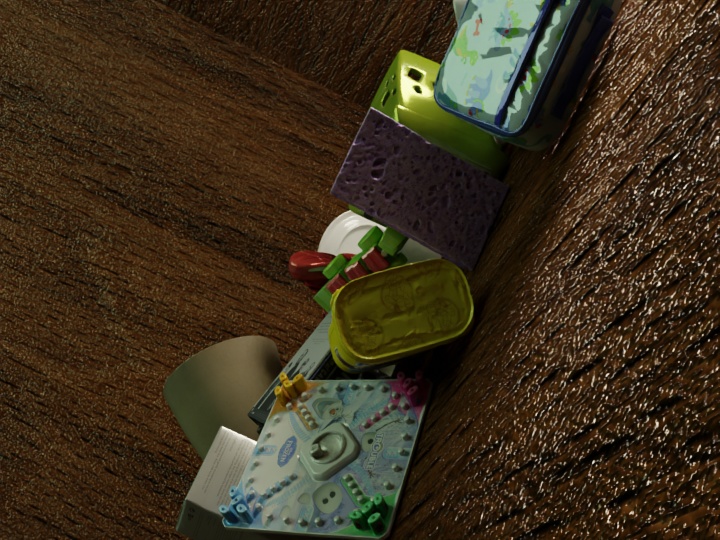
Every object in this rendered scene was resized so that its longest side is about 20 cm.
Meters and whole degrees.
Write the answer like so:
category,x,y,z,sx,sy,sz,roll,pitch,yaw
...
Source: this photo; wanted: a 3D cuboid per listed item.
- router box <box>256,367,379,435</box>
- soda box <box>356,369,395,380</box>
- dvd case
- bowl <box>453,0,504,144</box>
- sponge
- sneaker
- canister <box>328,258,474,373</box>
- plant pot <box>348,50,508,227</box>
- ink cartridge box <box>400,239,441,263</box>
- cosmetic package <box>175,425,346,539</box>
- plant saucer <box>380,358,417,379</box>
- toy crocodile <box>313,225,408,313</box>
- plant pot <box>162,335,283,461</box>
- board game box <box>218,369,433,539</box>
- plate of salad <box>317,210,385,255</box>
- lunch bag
category,x,y,z,sx,sy,sz,roll,pitch,yaw
router box,-0.045,0.139,1.259,0.200,0.052,0.158,-43,11,23
soda box,-0.009,0.225,1.147,0.063,0.070,0.203,-71,6,-75
dvd case,-0.063,0.121,1.185,0.201,0.025,0.150,-51,11,-14
bowl,0.182,-0.278,1.158,0.201,0.073,0.203,-69,-38,-61
sponge,0.072,-0.096,1.101,0.113,0.197,0.030,-63,6,-6
sneaker,-0.044,0.036,1.392,0.198,0.077,0.118,1,-77,-54
canister,0.037,0.058,1.029,0.200,0.145,0.088,114,141,-78
plant pot,0.094,-0.152,1.280,0.183,0.196,0.202,-79,14,-55
ink cartridge box,0.068,-0.001,1.502,0.200,0.083,0.147,123,171,-71
cosmetic package,-0.097,0.277,1.048,0.109,0.197,0.085,-64,1,-43
plant saucer,0.039,0.156,1.264,0.200,0.032,0.203,-155,89,-87
toy crocodile,0.000,0.000,1.262,0.199,0.068,0.062,-39,8,38
plant pot,-0.172,0.234,1.351,0.202,0.184,0.188,63,148,25
board game box,-0.036,0.190,0.989,0.026,0.196,0.202,64,-146,-36
plate of salad,0.006,-0.006,1.613,0.048,0.198,0.203,-11,50,59
lunch bag,0.174,-0.239,0.962,0.160,0.082,0.203,37,107,43
